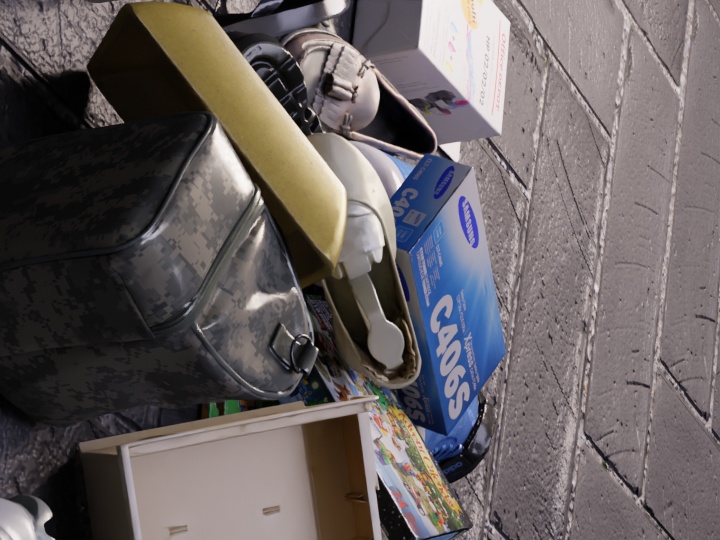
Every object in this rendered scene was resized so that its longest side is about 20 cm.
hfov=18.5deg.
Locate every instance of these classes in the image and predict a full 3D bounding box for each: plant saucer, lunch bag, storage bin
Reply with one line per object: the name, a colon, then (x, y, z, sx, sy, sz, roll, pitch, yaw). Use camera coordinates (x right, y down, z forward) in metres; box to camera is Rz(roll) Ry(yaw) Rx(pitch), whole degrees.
plant saucer: (-0.083, -0.080, 1.387, 0.048, 0.200, 0.201, -38, 94, -15)
lunch bag: (-0.140, 0.014, 1.307, 0.168, 0.199, 0.140, 60, 38, -30)
storage bin: (-0.067, 0.194, 1.418, 0.197, 0.094, 0.202, -9, 91, -28)

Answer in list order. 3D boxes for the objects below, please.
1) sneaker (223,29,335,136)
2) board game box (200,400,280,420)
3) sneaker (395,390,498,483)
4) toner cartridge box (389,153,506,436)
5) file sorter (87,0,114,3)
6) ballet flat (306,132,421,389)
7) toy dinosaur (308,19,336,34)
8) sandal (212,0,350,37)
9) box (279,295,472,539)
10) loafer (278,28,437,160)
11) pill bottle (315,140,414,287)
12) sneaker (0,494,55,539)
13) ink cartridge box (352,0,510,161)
sneaker: (-0.057, -0.086, 1.512, 0.075, 0.079, 0.201, -40, 129, -22)
board game box: (-0.063, 0.120, 1.602, 0.200, 0.030, 0.096, 34, 54, -58)
sneaker: (0.054, 0.139, 1.761, 0.112, 0.076, 0.201, 57, 30, -24)
toner cartridge box: (0.057, 0.020, 1.632, 0.095, 0.043, 0.201, -53, 147, -32)
file sorter: (-0.107, -0.261, 1.501, 0.200, 0.124, 0.140, -27, 108, -60)
ballet flat: (0.000, 0.000, 1.493, 0.070, 0.069, 0.201, -65, 145, -45)
toy dinosaur: (-0.033, -0.148, 1.701, 0.088, 0.047, 0.201, -61, 139, -57)
sandal: (-0.075, -0.187, 1.573, 0.200, 0.076, 0.043, -29, 109, -51)
box: (-0.003, 0.111, 1.583, 0.201, 0.038, 0.136, 59, 16, 12)
loafer: (-0.001, -0.128, 1.649, 0.200, 0.062, 0.072, 28, 83, -63)
pill bottle: (0.003, -0.035, 1.670, 0.200, 0.111, 0.113, 23, 64, -59)
sneaker: (-0.213, 0.229, 1.257, 0.088, 0.074, 0.202, 12, 64, -60)
ink cartridge box: (0.071, -0.186, 1.876, 0.200, 0.067, 0.116, 40, 50, -52)
